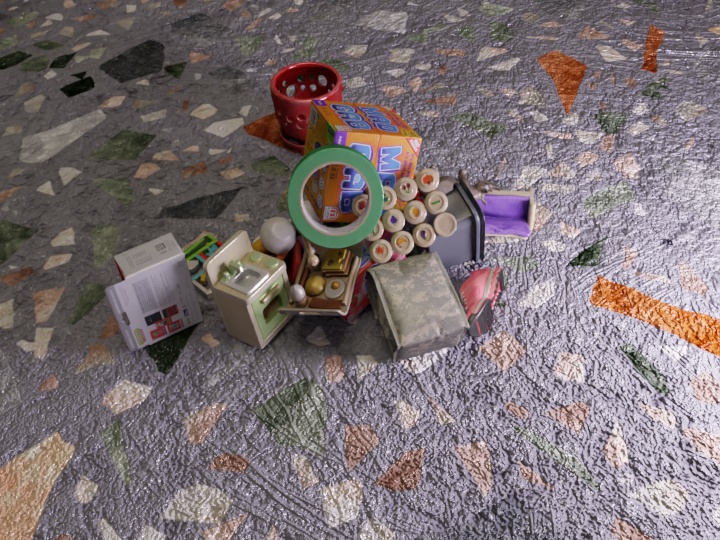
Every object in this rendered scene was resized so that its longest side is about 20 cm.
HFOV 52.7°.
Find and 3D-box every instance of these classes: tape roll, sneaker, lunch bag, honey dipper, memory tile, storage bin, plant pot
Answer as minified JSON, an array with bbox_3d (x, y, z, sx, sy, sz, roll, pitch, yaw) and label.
[{"bbox_3d":[-0.051,-0.149,1.473,0.195,0.205,0.048,-5,19,-1],"label":"tape roll"},{"bbox_3d":[0.248,0.069,1.571,0.085,0.075,0.201,5,40,28],"label":"sneaker"},{"bbox_3d":[0.111,0.067,1.510,0.160,0.118,0.204,-14,66,-10],"label":"lunch bag"},{"bbox_3d":[-0.126,-0.089,1.542,0.037,0.038,0.203,-13,55,-9],"label":"honey dipper"},{"bbox_3d":[0.092,-0.114,1.528,0.196,0.017,0.156,-21,89,1],"label":"memory tile"},{"bbox_3d":[0.190,-0.093,1.632,0.132,0.201,0.147,-23,60,-6],"label":"storage bin"},{"bbox_3d":[-0.143,-0.447,2.014,0.195,0.185,0.203,-3,44,2],"label":"plant pot"}]

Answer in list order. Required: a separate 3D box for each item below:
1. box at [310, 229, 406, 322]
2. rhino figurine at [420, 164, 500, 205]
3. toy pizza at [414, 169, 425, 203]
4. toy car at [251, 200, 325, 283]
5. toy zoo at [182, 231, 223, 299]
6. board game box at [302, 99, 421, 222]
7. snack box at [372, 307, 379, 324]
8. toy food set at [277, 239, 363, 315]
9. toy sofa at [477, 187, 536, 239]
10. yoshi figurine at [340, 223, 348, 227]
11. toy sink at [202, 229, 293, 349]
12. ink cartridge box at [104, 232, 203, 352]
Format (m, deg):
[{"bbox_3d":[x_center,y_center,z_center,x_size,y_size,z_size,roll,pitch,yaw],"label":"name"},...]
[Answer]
[{"bbox_3d":[0.000,0.000,1.593,0.200,0.101,0.095,-43,49,-18],"label":"box"},{"bbox_3d":[0.231,-0.194,1.709,0.195,0.061,0.089,6,44,4],"label":"rhino figurine"},{"bbox_3d":[0.137,-0.196,1.760,0.032,0.199,0.203,-38,38,27],"label":"toy pizza"},{"bbox_3d":[-0.148,-0.052,1.665,0.198,0.175,0.152,-30,85,-24],"label":"toy car"},{"bbox_3d":[-0.350,-0.007,1.712,0.198,0.021,0.131,32,56,30],"label":"toy zoo"},{"bbox_3d":[-0.008,-0.241,1.611,0.195,0.204,0.201,1,30,-21],"label":"board game box"},{"bbox_3d":[0.055,0.033,1.638,0.070,0.025,0.203,-8,46,-1],"label":"snack box"},{"bbox_3d":[-0.082,0.006,1.508,0.140,0.061,0.203,-1,53,22],"label":"toy food set"},{"bbox_3d":[0.320,-0.142,1.749,0.195,0.084,0.099,4,45,9],"label":"toy sofa"},{"bbox_3d":[-0.040,-0.148,1.772,0.195,0.114,0.114,12,54,13],"label":"yoshi figurine"},{"bbox_3d":[-0.224,0.040,1.522,0.110,0.203,0.130,18,47,31],"label":"toy sink"},{"bbox_3d":[-0.443,0.049,1.535,0.173,0.203,0.084,-25,47,-21],"label":"ink cartridge box"}]
